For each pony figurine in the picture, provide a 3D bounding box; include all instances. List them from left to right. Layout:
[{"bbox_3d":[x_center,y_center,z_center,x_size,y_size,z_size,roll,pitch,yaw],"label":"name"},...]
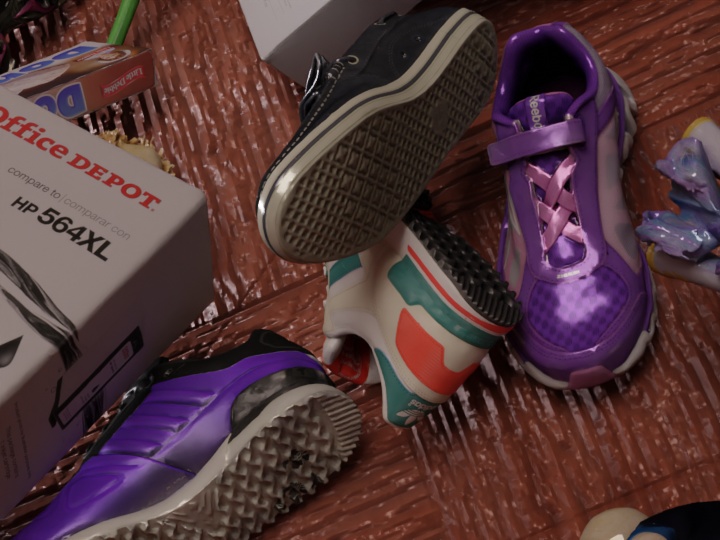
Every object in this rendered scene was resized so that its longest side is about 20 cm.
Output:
[{"bbox_3d":[0.203,0.016,0.820,0.167,0.193,0.200,-46,45,-1],"label":"pony figurine"}]

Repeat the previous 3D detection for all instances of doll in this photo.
[{"bbox_3d":[0.164,0.118,0.812,0.199,0.136,0.049,-4,86,52],"label":"doll"}]

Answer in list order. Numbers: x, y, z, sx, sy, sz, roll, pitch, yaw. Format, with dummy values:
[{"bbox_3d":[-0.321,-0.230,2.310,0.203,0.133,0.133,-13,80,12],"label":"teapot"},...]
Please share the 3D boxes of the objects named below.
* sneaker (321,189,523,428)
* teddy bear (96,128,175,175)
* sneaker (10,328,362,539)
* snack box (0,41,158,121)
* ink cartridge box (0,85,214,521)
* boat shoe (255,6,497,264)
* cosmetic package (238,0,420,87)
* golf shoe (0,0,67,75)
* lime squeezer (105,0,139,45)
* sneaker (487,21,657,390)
[{"bbox_3d":[0.000,0.000,0.985,0.094,0.070,0.200,-54,40,13],"label":"sneaker"},{"bbox_3d":[-0.196,-0.024,1.090,0.198,0.067,0.146,-17,58,1],"label":"teddy bear"},{"bbox_3d":[-0.102,0.098,0.969,0.199,0.070,0.100,-31,46,-6],"label":"sneaker"},{"bbox_3d":[-0.210,-0.083,1.081,0.199,0.025,0.072,-27,25,-35],"label":"snack box"},{"bbox_3d":[-0.186,0.018,0.951,0.145,0.085,0.200,27,54,21],"label":"ink cartridge box"},{"bbox_3d":[-0.001,-0.067,0.924,0.062,0.075,0.200,13,38,24],"label":"boat shoe"},{"bbox_3d":[-0.014,-0.223,1.123,0.151,0.052,0.201,-39,49,22],"label":"cosmetic package"},{"bbox_3d":[-0.232,-0.166,1.183,0.092,0.073,0.201,2,51,38],"label":"golf shoe"},{"bbox_3d":[-0.125,-0.221,1.161,0.070,0.038,0.202,-8,68,43],"label":"lime squeezer"},{"bbox_3d":[0.097,-0.040,0.964,0.080,0.089,0.202,-9,57,14],"label":"sneaker"}]
